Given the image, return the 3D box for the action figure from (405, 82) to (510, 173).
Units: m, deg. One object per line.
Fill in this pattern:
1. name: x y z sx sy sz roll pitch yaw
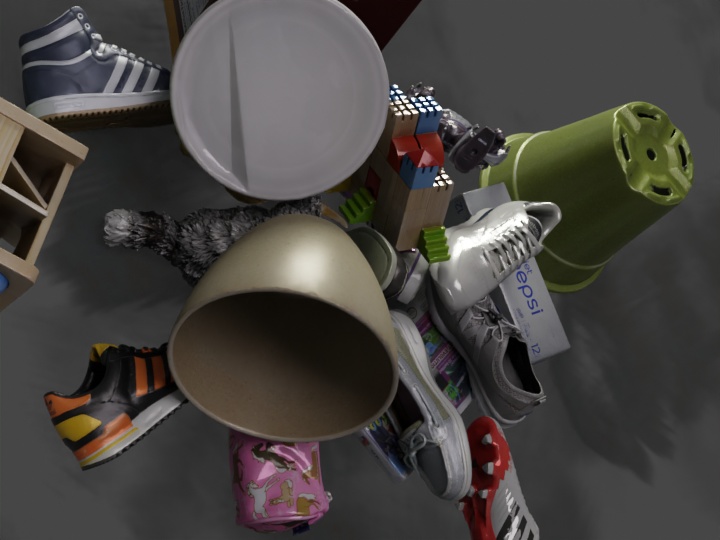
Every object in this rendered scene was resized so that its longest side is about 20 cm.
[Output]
1. action figure: 0.102 -0.148 1.625 0.130 0.070 0.200 24 14 -3

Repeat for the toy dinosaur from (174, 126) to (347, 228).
1. toy dinosaur: -0.091 -0.101 1.511 0.199 0.058 0.101 27 54 4

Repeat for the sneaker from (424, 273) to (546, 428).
1. sneaker: 0.139 0.062 1.571 0.075 0.082 0.201 -26 87 -40

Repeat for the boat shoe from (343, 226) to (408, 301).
1. boat shoe: 0.000 0.000 1.454 0.060 0.201 0.072 29 83 -26

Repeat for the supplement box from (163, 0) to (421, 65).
1. supplement box: -0.067 -0.292 1.502 0.196 0.200 0.133 12 48 -32

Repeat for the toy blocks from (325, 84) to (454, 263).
1. toy blocks: 0.034 -0.121 1.468 0.099 0.137 0.200 -9 44 -28

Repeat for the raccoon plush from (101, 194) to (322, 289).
1. raccoon plush: -0.127 -0.028 1.409 0.199 0.134 0.097 1 72 -36

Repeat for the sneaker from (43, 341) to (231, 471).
1. sneaker: -0.197 0.090 1.351 0.200 0.070 0.090 -42 101 -37

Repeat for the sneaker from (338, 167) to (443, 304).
1. sneaker: 0.021 -0.051 1.555 0.114 0.073 0.201 20 39 -11

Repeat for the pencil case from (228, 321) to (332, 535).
1. pencil case: -0.079 0.145 1.407 0.086 0.083 0.201 10 65 -39

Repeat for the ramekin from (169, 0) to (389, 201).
1. ramekin: -0.077 -0.172 1.403 0.202 0.202 0.094 43 8 -14

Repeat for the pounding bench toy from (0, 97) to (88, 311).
1. pounding bench toy: -0.363 -0.067 1.261 0.199 0.124 0.157 30 57 -22

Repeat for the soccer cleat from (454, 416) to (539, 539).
1. soccer cleat: 0.145 0.251 1.541 0.085 0.068 0.201 7 70 -43

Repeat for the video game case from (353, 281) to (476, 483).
1. video game case: 0.038 0.090 1.554 0.182 0.023 0.200 52 50 -7

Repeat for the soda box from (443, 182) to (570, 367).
1. soda box: 0.154 0.010 1.643 0.068 0.063 0.201 -17 81 -38

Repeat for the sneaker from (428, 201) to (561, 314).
1. sneaker: 0.136 -0.022 1.521 0.200 0.080 0.077 -46 119 -51

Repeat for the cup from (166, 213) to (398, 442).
1. cup: -0.061 0.035 1.323 0.200 0.200 0.144 30 41 -22

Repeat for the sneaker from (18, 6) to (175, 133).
1. sneaker: -0.235 -0.195 1.443 0.199 0.070 0.109 -9 79 -35

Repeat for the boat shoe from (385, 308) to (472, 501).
1. boat shoe: 0.048 0.137 1.483 0.065 0.074 0.203 -13 75 -33

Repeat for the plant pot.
1. plant pot: 0.270 -0.099 1.691 0.199 0.190 0.201 15 63 -31
